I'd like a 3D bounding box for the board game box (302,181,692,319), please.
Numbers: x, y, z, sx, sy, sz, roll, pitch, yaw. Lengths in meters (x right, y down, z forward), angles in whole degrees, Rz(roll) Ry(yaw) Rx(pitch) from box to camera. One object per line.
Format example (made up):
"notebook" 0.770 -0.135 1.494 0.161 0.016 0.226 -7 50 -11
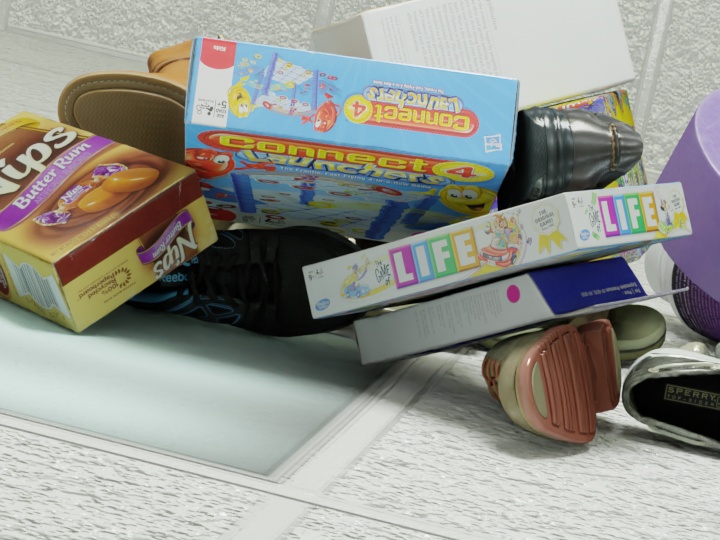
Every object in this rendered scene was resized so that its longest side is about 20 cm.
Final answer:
"board game box" 0.083 -0.012 1.498 0.199 0.035 0.134 -15 -4 37

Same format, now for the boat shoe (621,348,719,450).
"boat shoe" 0.259 0.091 1.522 0.198 0.071 0.064 6 7 10

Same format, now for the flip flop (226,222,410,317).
"flip flop" 0.000 0.000 1.694 0.198 0.058 0.082 16 49 -9

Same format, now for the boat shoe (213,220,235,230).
"boat shoe" -0.077 -0.050 1.762 0.066 0.072 0.201 -8 36 44

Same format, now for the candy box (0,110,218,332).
"candy box" -0.198 -0.035 1.558 0.116 0.057 0.199 -35 33 -29

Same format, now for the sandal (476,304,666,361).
"sandal" 0.152 0.030 1.798 0.200 0.058 0.080 4 10 -42

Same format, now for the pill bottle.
"pill bottle" 0.318 0.010 2.005 0.111 0.112 0.200 8 9 -28

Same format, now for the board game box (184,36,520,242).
"board game box" -0.011 -0.075 1.539 0.198 0.056 0.196 7 -15 -2

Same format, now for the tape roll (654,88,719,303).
"tape roll" 0.323 -0.044 1.841 0.198 0.085 0.201 16 37 -12

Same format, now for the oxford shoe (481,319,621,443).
"oxford shoe" 0.106 0.070 1.486 0.073 0.071 0.200 -7 -2 17

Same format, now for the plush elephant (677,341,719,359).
"plush elephant" 0.330 0.035 1.681 0.164 0.156 0.200 8 8 -29

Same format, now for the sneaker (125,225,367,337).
"sneaker" -0.089 0.008 1.583 0.198 0.074 0.082 4 9 18

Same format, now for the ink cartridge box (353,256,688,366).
"ink cartridge box" 0.097 0.023 1.521 0.199 0.037 0.094 -13 -3 45

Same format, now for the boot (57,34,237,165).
"boot" -0.127 -0.126 1.703 0.198 0.077 0.155 2 28 -22

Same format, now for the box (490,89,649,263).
"box" 0.108 -0.051 1.830 0.198 0.123 0.193 -13 3 12

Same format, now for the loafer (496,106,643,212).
"loafer" 0.125 -0.067 1.541 0.072 0.073 0.200 -1 4 -5

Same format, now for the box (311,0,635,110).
"box" 0.082 -0.159 1.825 0.199 0.098 0.124 -15 3 -19
